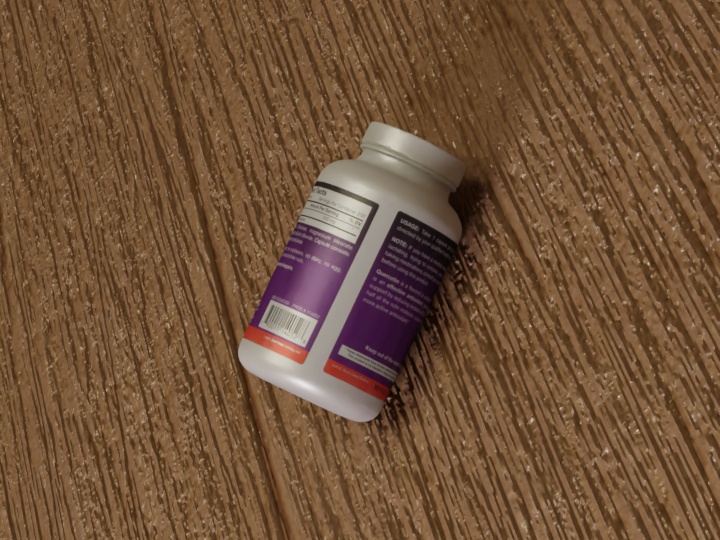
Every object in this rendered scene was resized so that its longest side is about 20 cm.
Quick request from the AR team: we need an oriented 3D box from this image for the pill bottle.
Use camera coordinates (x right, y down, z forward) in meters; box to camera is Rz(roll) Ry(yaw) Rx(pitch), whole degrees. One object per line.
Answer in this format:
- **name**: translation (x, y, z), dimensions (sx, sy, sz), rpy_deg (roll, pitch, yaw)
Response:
- **pill bottle**: translation (0.000, 0.000, 1.640), dimensions (0.112, 0.112, 0.200), rpy_deg (20, 83, 55)
